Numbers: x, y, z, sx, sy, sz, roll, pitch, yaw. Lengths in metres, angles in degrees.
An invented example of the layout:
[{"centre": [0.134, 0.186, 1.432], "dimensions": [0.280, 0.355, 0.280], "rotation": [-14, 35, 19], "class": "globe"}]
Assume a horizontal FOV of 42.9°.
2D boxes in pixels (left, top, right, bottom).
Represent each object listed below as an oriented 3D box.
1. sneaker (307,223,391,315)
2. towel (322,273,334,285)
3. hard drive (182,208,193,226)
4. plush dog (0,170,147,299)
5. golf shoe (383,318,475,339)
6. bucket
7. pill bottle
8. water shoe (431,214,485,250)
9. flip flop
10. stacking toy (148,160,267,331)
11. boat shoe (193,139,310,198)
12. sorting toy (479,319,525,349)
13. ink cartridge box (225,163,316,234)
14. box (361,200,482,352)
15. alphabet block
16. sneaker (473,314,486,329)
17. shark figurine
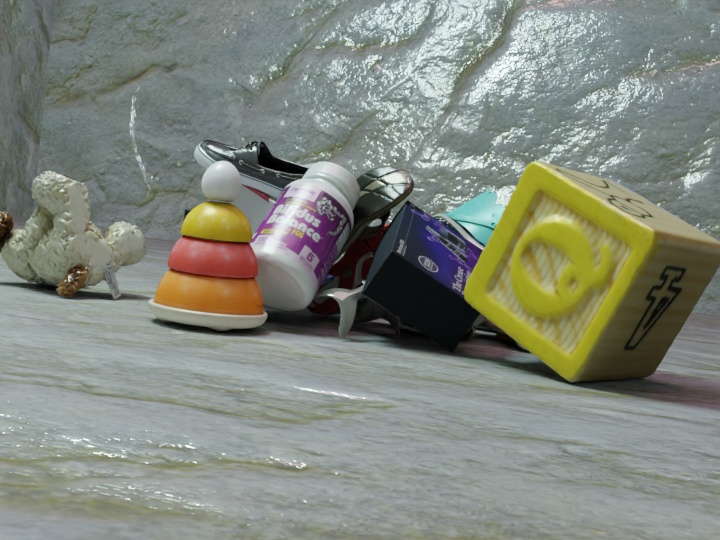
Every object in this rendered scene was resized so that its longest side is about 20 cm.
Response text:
[{"centre": [0.000, 0.000, 1.403], "dimensions": [0.199, 0.079, 0.116], "rotation": [-31, -7, -5], "class": "sneaker"}, {"centre": [-0.156, 0.023, 1.302], "dimensions": [0.199, 0.024, 0.147], "rotation": [-16, 15, -32], "class": "towel"}, {"centre": [-0.193, -0.020, 1.475], "dimensions": [0.199, 0.141, 0.038], "rotation": [6, 3, -35], "class": "hard drive"}, {"centre": [-0.433, -0.024, 1.308], "dimensions": [0.171, 0.161, 0.200], "rotation": [-8, -35, 36], "class": "plush dog"}, {"centre": [0.079, 0.054, 1.352], "dimensions": [0.199, 0.078, 0.088], "rotation": [10, 9, 43], "class": "golf shoe"}, {"centre": [0.210, -0.029, 1.625], "dimensions": [0.134, 0.208, 0.207], "rotation": [-23, 2, 2], "class": "bucket"}, {"centre": [-0.076, -0.052, 1.238], "dimensions": [0.112, 0.201, 0.113], "rotation": [18, -36, 14], "class": "pill bottle"}, {"centre": [0.178, -0.009, 1.361], "dimensions": [0.200, 0.072, 0.079], "rotation": [51, 23, 16], "class": "water shoe"}, {"centre": [0.001, -0.072, 1.332], "dimensions": [0.057, 0.200, 0.081], "rotation": [27, 23, -46], "class": "flip flop"}, {"centre": [-0.176, -0.033, 1.120], "dimensions": [0.145, 0.201, 0.146], "rotation": [7, 2, 0], "class": "stacking toy"}, {"centre": [-0.151, -0.159, 1.359], "dimensions": [0.199, 0.067, 0.070], "rotation": [26, 28, 11], "class": "boat shoe"}, {"centre": [0.283, 0.101, 1.381], "dimensions": [0.184, 0.037, 0.200], "rotation": [6, 7, -13], "class": "sorting toy"}, {"centre": [-0.093, -0.094, 1.444], "dimensions": [0.146, 0.083, 0.200], "rotation": [33, 29, 25], "class": "ink cartridge box"}, {"centre": [0.090, 0.002, 1.226], "dimensions": [0.141, 0.079, 0.200], "rotation": [30, 24, -5], "class": "box"}, {"centre": [0.281, 0.003, 1.106], "dimensions": [0.199, 0.197, 0.195], "rotation": [6, 25, -46], "class": "alphabet block"}, {"centre": [0.141, 0.047, 1.445], "dimensions": [0.080, 0.074, 0.200], "rotation": [-31, 28, -23], "class": "sneaker"}, {"centre": [0.023, 0.053, 1.245], "dimensions": [0.128, 0.090, 0.214], "rotation": [-26, -8, 3], "class": "shark figurine"}]
